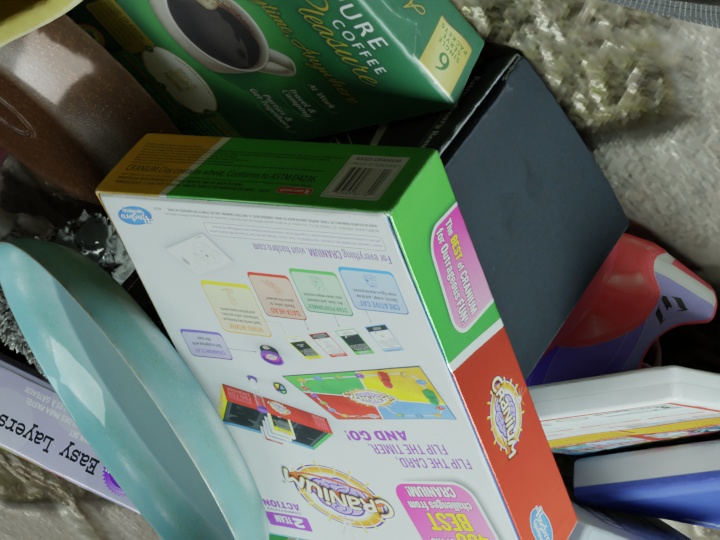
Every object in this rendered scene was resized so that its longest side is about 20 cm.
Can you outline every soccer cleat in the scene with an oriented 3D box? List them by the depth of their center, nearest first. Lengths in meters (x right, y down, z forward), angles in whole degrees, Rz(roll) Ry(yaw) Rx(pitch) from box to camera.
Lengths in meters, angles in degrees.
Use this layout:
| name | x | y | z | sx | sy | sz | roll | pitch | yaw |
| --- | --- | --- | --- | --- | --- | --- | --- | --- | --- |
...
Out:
| name | x | y | z | sx | sy | sz | roll | pitch | yaw |
| --- | --- | --- | --- | --- | --- | --- | --- | --- | --- |
| soccer cleat | 0.110 | 0.045 | 1.147 | 0.076 | 0.067 | 0.200 | 24 | 147 | -4 |

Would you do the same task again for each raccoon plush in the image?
| name | x | y | z | sx | sy | sz | roll | pitch | yaw |
| --- | --- | --- | --- | --- | --- | --- | --- | --- | --- |
| raccoon plush | -0.171 | 0.050 | 1.282 | 0.133 | 0.096 | 0.202 | -12 | 95 | 51 |

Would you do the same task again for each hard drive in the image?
| name | x | y | z | sx | sy | sz | roll | pitch | yaw |
| --- | --- | --- | --- | --- | --- | --- | --- | --- | --- |
| hard drive | 0.223 | 0.104 | 1.131 | 0.131 | 0.026 | 0.199 | 14 | 162 | -39 |

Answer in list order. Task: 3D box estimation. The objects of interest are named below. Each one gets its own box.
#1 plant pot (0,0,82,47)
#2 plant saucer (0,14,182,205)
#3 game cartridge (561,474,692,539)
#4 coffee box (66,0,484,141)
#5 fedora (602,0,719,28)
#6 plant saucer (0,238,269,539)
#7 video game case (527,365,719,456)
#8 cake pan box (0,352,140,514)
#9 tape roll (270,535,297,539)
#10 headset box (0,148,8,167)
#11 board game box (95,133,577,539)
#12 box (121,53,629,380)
| name | x | y | z | sx | sy | sz | roll | pitch | yaw |
| --- | --- | --- | --- | --- | --- | --- | --- | --- | --- |
| plant pot | -0.177 | -0.208 | 0.842 | 0.194 | 0.201 | 0.195 | 42 | 146 | -24 |
| plant saucer | -0.166 | -0.091 | 1.114 | 0.200 | 0.037 | 0.201 | 35 | 165 | 11 |
| game cartridge | 0.120 | 0.139 | 1.201 | 0.133 | 0.041 | 0.200 | 26 | -179 | -16 |
| coffee box | -0.052 | -0.113 | 1.046 | 0.199 | 0.044 | 0.123 | -10 | 134 | 46 |
| fedora | 0.092 | -0.150 | 0.797 | 0.176 | 0.091 | 0.199 | 20 | 180 | -42 |
| plant saucer | -0.099 | 0.065 | 1.037 | 0.200 | 0.027 | 0.201 | 49 | 162 | 22 |
| video game case | 0.132 | 0.070 | 1.087 | 0.142 | 0.018 | 0.199 | -11 | 167 | 33 |
| cake pan box | -0.196 | 0.089 | 1.394 | 0.183 | 0.053 | 0.200 | 28 | 175 | 0 |
| tape roll | 0.023 | 0.189 | 1.294 | 0.199 | 0.201 | 0.048 | 26 | 149 | 1 |
| headset box | -0.293 | -0.098 | 1.223 | 0.148 | 0.078 | 0.201 | 6 | 145 | 32 |
| board game box | -0.008 | 0.037 | 0.949 | 0.152 | 0.040 | 0.201 | 6 | 133 | 36 |
| box | 0.000 | 0.000 | 1.060 | 0.199 | 0.148 | 0.105 | -11 | 122 | 47 |
